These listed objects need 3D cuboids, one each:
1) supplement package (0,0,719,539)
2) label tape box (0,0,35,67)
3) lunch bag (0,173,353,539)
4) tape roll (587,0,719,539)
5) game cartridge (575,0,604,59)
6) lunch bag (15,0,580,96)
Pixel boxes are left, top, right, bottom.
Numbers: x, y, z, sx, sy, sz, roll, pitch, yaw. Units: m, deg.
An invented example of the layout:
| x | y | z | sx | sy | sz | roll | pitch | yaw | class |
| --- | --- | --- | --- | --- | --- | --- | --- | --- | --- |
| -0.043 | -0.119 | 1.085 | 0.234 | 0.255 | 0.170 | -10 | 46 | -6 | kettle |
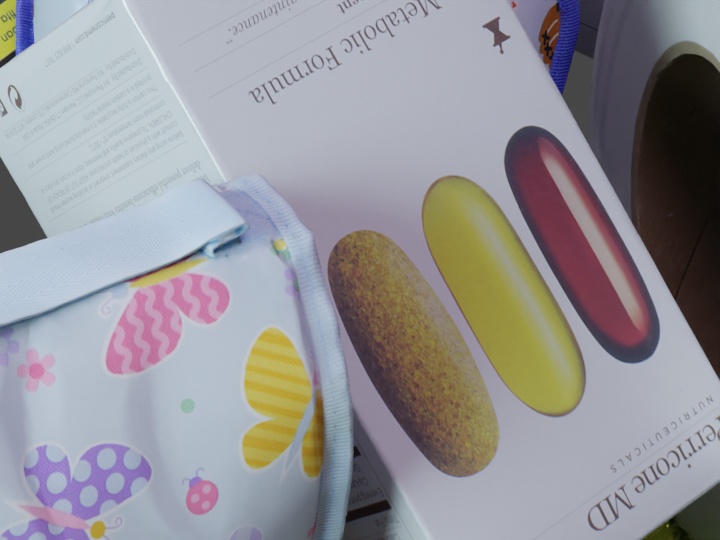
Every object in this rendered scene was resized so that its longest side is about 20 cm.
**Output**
| x | y | z | sx | sy | sz | roll | pitch | yaw | class |
| --- | --- | --- | --- | --- | --- | --- | --- | --- | --- |
| 0.000 | 0.000 | 0.827 | 0.114 | 0.109 | 0.200 | -32 | 94 | -31 | supplement package |
| -0.133 | -0.136 | 1.015 | 0.143 | 0.066 | 0.200 | -43 | 104 | -39 | label tape box |
| -0.099 | 0.068 | 0.747 | 0.169 | 0.200 | 0.127 | -24 | 55 | -28 | lunch bag |
| 0.164 | -0.019 | 0.881 | 0.139 | 0.203 | 0.203 | -4 | 47 | -16 | tape roll |
| 0.074 | -0.152 | 1.108 | 0.200 | 0.042 | 0.133 | 38 | 47 | 24 | game cartridge |
| -0.021 | -0.109 | 0.964 | 0.170 | 0.124 | 0.201 | 11 | 70 | -21 | lunch bag |
